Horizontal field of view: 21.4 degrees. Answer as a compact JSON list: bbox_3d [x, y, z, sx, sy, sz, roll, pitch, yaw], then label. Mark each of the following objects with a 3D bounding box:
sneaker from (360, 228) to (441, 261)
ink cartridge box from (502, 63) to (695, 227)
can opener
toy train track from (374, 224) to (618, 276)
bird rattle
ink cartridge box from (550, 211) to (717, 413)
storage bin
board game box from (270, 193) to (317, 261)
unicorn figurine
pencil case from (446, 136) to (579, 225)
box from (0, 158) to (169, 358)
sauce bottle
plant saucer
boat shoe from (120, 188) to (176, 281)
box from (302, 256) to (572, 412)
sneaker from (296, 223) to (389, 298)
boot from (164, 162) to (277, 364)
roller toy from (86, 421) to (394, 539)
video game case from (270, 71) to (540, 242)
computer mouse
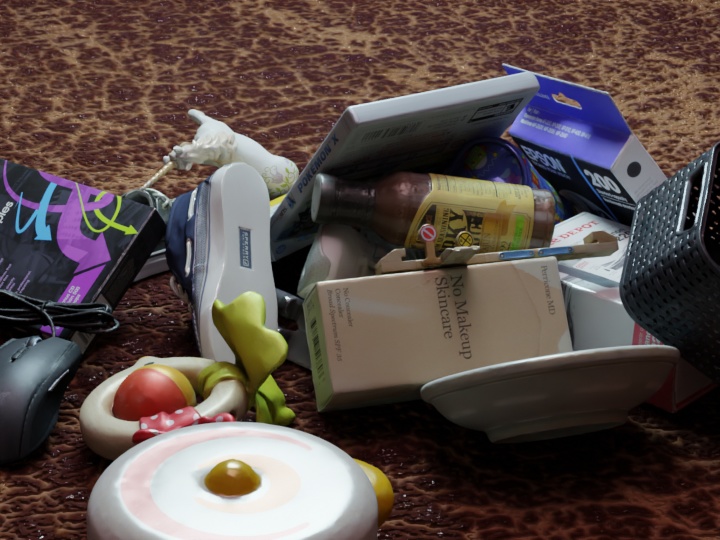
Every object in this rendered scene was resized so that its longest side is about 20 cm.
[{"bbox_3d":[0.049,-0.019,1.740,0.084,0.074,0.200,-12,17,-13],"label":"sneaker"},{"bbox_3d":[0.214,-0.090,1.721,0.043,0.200,0.198,-43,25,-9],"label":"ink cartridge box"},{"bbox_3d":[-0.059,0.047,1.623,0.199,0.054,0.067,22,-1,39],"label":"can opener"},{"bbox_3d":[0.108,-0.020,1.524,0.198,0.033,0.115,-5,-13,-14],"label":"toy train track"},{"bbox_3d":[-0.137,0.114,1.441,0.162,0.114,0.200,1,35,30],"label":"bird rattle"},{"bbox_3d":[0.224,0.030,1.611,0.199,0.086,0.145,19,30,39],"label":"ink cartridge box"},{"bbox_3d":[0.308,0.016,1.479,0.199,0.094,0.136,35,46,-17],"label":"storage bin"},{"bbox_3d":[-0.044,-0.055,1.757,0.199,0.035,0.134,-26,11,-34],"label":"board game box"},{"bbox_3d":[-0.128,-0.107,1.832,0.198,0.075,0.137,10,8,-24],"label":"unicorn figurine"},{"bbox_3d":[0.139,-0.055,1.702,0.087,0.078,0.200,59,11,21],"label":"pencil case"},{"bbox_3d":[-0.282,-0.015,1.660,0.198,0.036,0.144,16,64,33],"label":"box"},{"bbox_3d":[0.059,-0.047,1.567,0.198,0.065,0.065,6,23,-10],"label":"sauce bottle"},{"bbox_3d":[0.145,0.098,1.438,0.198,0.051,0.200,-7,-9,-1],"label":"plant saucer"},{"bbox_3d":[-0.196,-0.040,1.761,0.072,0.072,0.200,16,28,30],"label":"boat shoe"},{"bbox_3d":[0.061,0.050,1.515,0.198,0.096,0.078,-8,-13,-13],"label":"box"},{"bbox_3d":[0.000,0.000,1.623,0.080,0.071,0.200,23,5,11],"label":"sneaker"},{"bbox_3d":[-0.121,0.015,1.600,0.072,0.202,0.090,22,-32,-34],"label":"boot"},{"bbox_3d":[-0.077,0.182,1.192,0.197,0.141,0.183,1,25,-1],"label":"roller toy"},{"bbox_3d":[0.035,-0.097,1.630,0.199,0.183,0.022,-15,67,-35],"label":"video game case"},{"bbox_3d":[-0.287,0.071,1.504,0.139,0.046,0.201,6,37,16],"label":"computer mouse"}]
